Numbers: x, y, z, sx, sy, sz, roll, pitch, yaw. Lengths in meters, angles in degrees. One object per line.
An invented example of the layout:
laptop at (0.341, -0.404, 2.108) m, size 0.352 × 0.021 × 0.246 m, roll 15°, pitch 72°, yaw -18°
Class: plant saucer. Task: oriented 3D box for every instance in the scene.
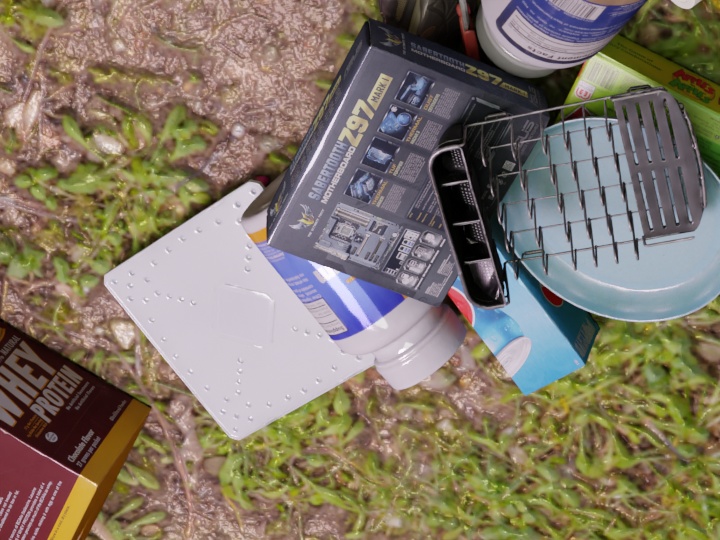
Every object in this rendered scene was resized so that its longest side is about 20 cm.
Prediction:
plant saucer at (0.209, -0.045, 1.686) m, size 0.199 × 0.027 × 0.201 m, roll 14°, pitch 132°, yaw 15°

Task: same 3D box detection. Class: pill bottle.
pill bottle at (0.155, -0.218, 1.569) m, size 0.111 × 0.111 × 0.200 m, roll 36°, pitch 158°, yaw -2°
pill bottle at (0.000, 0.000, 1.790) m, size 0.112 × 0.112 × 0.200 m, roll -31°, pitch 105°, yaw 31°

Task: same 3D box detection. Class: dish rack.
dish rack at (0.163, -0.060, 1.614) m, size 0.199 × 0.055 × 0.154 m, roll -11°, pitch 125°, yaw 12°

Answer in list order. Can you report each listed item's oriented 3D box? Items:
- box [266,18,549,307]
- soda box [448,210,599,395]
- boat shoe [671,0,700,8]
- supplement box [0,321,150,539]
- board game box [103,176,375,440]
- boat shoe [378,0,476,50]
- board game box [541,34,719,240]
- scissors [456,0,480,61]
box at (0.034, -0.081, 1.662) m, size 0.157 × 0.051 × 0.200 m, roll 19°, pitch 120°, yaw -16°
soda box at (0.114, 0.003, 1.780) m, size 0.068 × 0.064 × 0.200 m, roll -30°, pitch 105°, yaw 31°
boat shoe at (0.218, -0.296, 1.571) m, size 0.060 × 0.072 × 0.202 m, roll -30°, pitch 94°, yaw -12°
supplement box at (-0.341, 0.181, 2.006) m, size 0.199 × 0.133 × 0.198 m, roll 30°, pitch 124°, yaw 1°
board game box at (-0.101, 0.035, 1.899) m, size 0.200 × 0.026 × 0.200 m, roll -30°, pitch 105°, yaw 32°
boat shoe at (0.049, -0.234, 1.673) m, size 0.073 × 0.074 × 0.201 m, roll 39°, pitch 133°, yaw 26°
board game box at (0.257, -0.100, 1.678) m, size 0.199 × 0.048 × 0.102 m, roll 27°, pitch 125°, yaw 4°
scissors at (0.080, -0.199, 1.658) m, size 0.014 × 0.073 × 0.201 m, roll -13°, pitch 125°, yaw 3°
